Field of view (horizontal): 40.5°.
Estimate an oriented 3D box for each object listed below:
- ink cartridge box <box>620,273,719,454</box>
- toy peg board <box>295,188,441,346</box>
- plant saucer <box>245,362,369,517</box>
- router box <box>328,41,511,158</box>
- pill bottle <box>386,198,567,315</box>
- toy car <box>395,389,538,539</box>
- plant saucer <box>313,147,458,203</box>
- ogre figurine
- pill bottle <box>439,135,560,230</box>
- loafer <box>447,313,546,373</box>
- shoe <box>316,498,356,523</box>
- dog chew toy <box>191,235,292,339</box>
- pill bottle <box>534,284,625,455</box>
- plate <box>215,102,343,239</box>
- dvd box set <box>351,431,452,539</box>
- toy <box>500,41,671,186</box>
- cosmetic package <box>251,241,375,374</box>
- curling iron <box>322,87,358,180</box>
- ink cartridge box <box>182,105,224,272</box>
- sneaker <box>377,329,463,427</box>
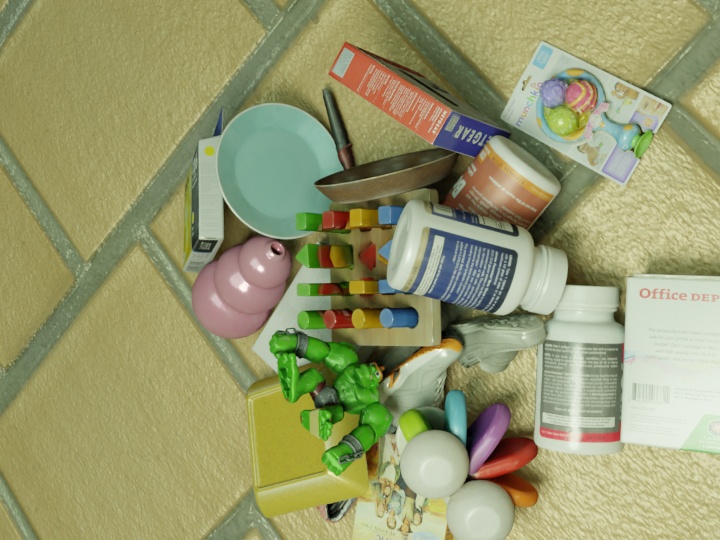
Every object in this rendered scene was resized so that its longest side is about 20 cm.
[{"bbox_3d":[0.389,0.105,1.144,0.145,0.087,0.201,2,91,29],"label":"ink cartridge box"},{"bbox_3d":[0.000,0.000,1.278,0.199,0.098,0.201,-4,87,49],"label":"toy peg board"},{"bbox_3d":[-0.089,0.228,1.358,0.200,0.048,0.201,-23,66,35],"label":"plant saucer"},{"bbox_3d":[0.081,-0.215,1.267,0.179,0.200,0.049,38,107,24],"label":"router box"},{"bbox_3d":[0.140,-0.009,1.171,0.199,0.111,0.112,14,98,-8],"label":"pill bottle"},{"bbox_3d":[0.141,0.234,1.220,0.150,0.175,0.200,-42,94,5],"label":"toy car"},{"bbox_3d":[0.038,-0.125,1.299,0.200,0.200,0.035,-7,102,30],"label":"plant saucer"},{"bbox_3d":[-0.032,0.158,1.260,0.200,0.120,0.098,43,128,39],"label":"ogre figurine"},{"bbox_3d":[0.157,-0.066,1.268,0.112,0.112,0.200,46,110,23],"label":"pill bottle"},{"bbox_3d":[0.176,0.094,1.239,0.200,0.070,0.070,166,88,-71],"label":"loafer"},{"bbox_3d":[-0.024,0.253,1.376,0.091,0.071,0.201,43,117,51],"label":"shoe"},{"bbox_3d":[-0.166,0.018,1.427,0.200,0.124,0.125,-42,68,46],"label":"dog chew toy"},{"bbox_3d":[0.272,0.118,1.198,0.110,0.111,0.201,2,90,30],"label":"pill bottle"},{"bbox_3d":[-0.117,-0.142,1.403,0.026,0.199,0.201,-19,78,61],"label":"plate"},{"bbox_3d":[0.062,0.330,1.362,0.146,0.029,0.201,10,94,30],"label":"dvd box set"},{"bbox_3d":[0.277,-0.205,1.239,0.200,0.047,0.115,34,104,26],"label":"toy"},{"bbox_3d":[-0.050,0.082,1.421,0.151,0.052,0.200,41,108,27],"label":"cosmetic package"},{"bbox_3d":[-0.019,-0.176,1.420,0.050,0.025,0.201,133,123,-61],"label":"curling iron"},{"bbox_3d":[-0.235,-0.117,1.452,0.198,0.047,0.201,137,131,-69],"label":"ink cartridge box"},{"bbox_3d":[0.091,0.154,1.312,0.092,0.076,0.200,49,139,5],"label":"sneaker"}]
